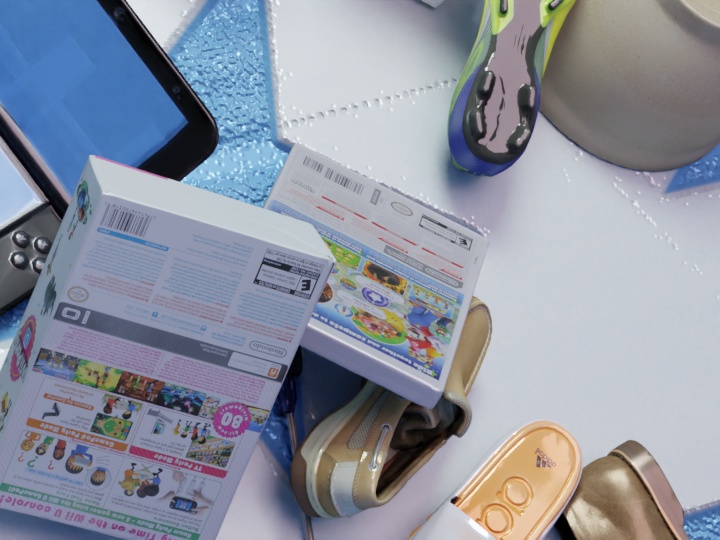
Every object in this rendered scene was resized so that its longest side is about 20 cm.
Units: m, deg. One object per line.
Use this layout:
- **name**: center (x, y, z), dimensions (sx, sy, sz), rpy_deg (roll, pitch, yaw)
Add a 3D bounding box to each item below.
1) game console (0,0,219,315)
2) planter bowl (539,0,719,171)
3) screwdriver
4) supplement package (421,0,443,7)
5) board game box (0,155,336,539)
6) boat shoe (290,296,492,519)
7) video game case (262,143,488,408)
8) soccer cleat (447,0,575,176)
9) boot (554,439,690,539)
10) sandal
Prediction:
- **game console**: center (-0.218, -0.095, 1.670), dimensions (0.172, 0.119, 0.200), rpy_deg (-35, 87, -38)
- **planter bowl**: center (0.215, -0.188, 1.961), dimensions (0.199, 0.135, 0.201), rpy_deg (13, 60, -24)
- **screwdriver**: center (-0.045, 0.105, 1.738), dimensions (0.029, 0.028, 0.201), rpy_deg (-5, 74, 0)
- **supplement package**: center (0.056, -0.307, 1.933), dimensions (0.119, 0.121, 0.201), rpy_deg (29, 56, -16)
- **board game box**: center (-0.121, 0.052, 1.610), dimensions (0.147, 0.201, 0.064), rpy_deg (17, 17, -23)
- **boat shoe**: center (0.039, 0.085, 1.746), dimensions (0.200, 0.076, 0.072), rpy_deg (-52, 129, -37)
- **video game case**: center (0.000, 0.000, 1.746), dimensions (0.143, 0.018, 0.200), rpy_deg (27, 29, -3)
- **soccer cleat**: center (0.101, -0.157, 1.894), dimensions (0.064, 0.084, 0.201), rpy_deg (22, 73, -12)
- **boot**: center (0.193, 0.211, 1.802), dimensions (0.075, 0.074, 0.200), rpy_deg (-27, 75, -22)
- **sandal**: center (0.077, 0.164, 1.738), dimensions (0.079, 0.059, 0.207), rpy_deg (38, 63, -3)
